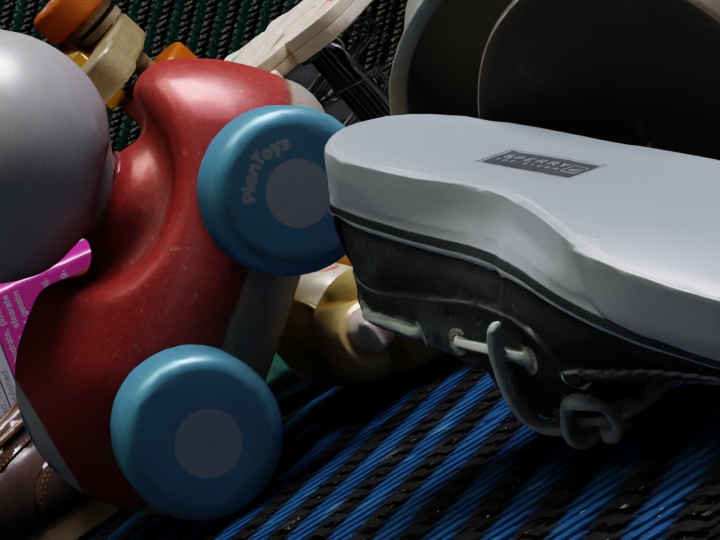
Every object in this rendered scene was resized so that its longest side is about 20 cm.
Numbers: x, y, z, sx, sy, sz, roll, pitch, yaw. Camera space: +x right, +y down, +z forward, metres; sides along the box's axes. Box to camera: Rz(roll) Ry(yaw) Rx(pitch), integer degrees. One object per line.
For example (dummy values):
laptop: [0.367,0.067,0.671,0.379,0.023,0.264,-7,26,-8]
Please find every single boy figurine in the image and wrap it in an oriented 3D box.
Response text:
boy figurine: [0.029,0.000,0.888,0.124,0.065,0.200,-37,10,-34]

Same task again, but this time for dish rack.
dish rack: [0.017,-0.067,1.159,0.055,0.154,0.200,-43,8,-11]

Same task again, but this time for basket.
basket: [0.138,-0.080,0.689,0.180,0.137,0.200,-17,17,48]

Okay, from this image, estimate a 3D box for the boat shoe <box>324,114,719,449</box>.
boat shoe: [0.058,0.009,0.583,0.073,0.069,0.199,-20,23,-36]

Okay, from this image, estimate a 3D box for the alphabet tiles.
alphabet tiles: [-0.050,-0.101,1.097,0.200,0.015,0.196,-32,14,45]

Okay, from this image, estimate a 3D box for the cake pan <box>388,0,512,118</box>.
cake pan: [0.104,-0.099,0.885,0.199,0.037,0.201,-11,-35,-8]

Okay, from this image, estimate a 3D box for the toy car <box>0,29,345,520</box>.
toy car: [-0.124,-0.016,0.858,0.184,0.199,0.178,-162,92,-74]

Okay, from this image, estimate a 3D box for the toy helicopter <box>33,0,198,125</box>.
toy helicopter: [-0.162,-0.060,1.114,0.132,0.079,0.200,-40,16,24]

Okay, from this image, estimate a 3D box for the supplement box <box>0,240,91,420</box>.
supplement box: [-0.149,0.045,1.061,0.199,0.104,0.101,-24,9,-29]

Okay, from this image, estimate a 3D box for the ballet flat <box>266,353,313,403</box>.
ballet flat: [0.000,0.000,1.001,0.199,0.071,0.067,-29,5,11]

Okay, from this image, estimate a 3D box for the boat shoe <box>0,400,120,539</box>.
boat shoe: [-0.191,0.118,0.937,0.200,0.071,0.070,-35,10,-34]
